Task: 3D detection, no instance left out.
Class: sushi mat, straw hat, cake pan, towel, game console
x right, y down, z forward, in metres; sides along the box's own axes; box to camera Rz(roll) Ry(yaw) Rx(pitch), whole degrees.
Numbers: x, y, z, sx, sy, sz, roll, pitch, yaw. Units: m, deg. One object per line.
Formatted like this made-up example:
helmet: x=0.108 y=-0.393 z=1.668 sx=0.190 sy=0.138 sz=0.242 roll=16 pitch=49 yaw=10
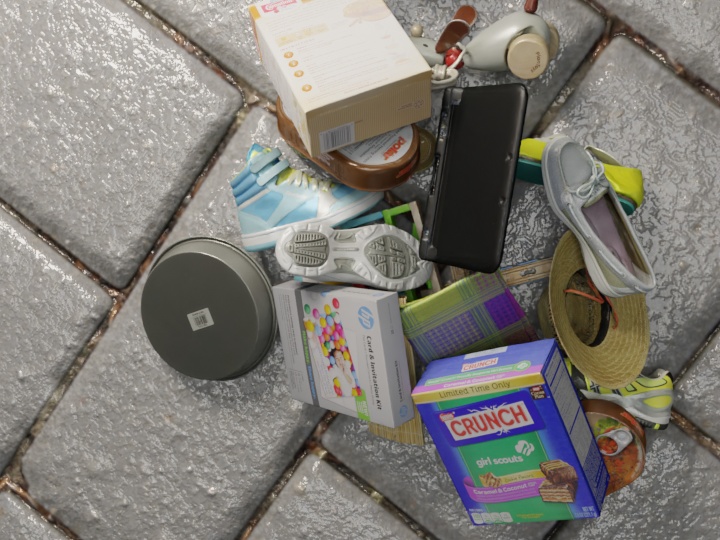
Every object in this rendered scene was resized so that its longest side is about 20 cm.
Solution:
sushi mat: x=0.034 y=0.125 z=1.038 sx=0.095 sy=0.012 sz=0.204 roll=6 pitch=111 yaw=40
straw hat: x=0.264 y=0.049 z=0.995 sx=0.085 sy=0.200 sz=0.204 roll=-21 pitch=94 yaw=50
cake pan: x=-0.206 y=0.057 z=1.075 sx=0.197 sy=0.037 sz=0.204 roll=4 pitch=105 yaw=15
towel: x=0.135 y=0.078 z=0.998 sx=0.142 sy=0.023 sz=0.201 roll=-28 pitch=133 yaw=11
game console: x=0.142 y=-0.103 z=0.945 sx=0.115 sy=0.175 sz=0.204 roll=11 pitch=93 yaw=23

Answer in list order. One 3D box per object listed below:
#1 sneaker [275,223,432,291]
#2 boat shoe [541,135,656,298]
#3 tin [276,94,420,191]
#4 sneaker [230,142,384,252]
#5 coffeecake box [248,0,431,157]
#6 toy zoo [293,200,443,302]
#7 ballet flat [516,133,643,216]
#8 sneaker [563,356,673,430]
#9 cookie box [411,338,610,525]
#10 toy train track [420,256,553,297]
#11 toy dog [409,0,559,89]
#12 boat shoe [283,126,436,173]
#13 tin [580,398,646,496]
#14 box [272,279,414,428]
sneaker: x=-0.010 y=-0.017 z=1.010 sx=0.196 sy=0.099 sz=0.079 roll=10 pitch=83 yaw=-10
boat shoe: x=0.274 y=-0.063 z=0.932 sx=0.074 sy=0.065 sz=0.204 roll=-29 pitch=97 yaw=-25
tin: x=-0.017 y=-0.170 z=0.972 sx=0.199 sy=0.042 sz=0.112 roll=36 pitch=67 yaw=24
sneaker: x=-0.077 y=-0.112 z=1.034 sx=0.197 sy=0.080 sz=0.133 roll=-18 pitch=100 yaw=8
coffeecake box: x=-0.026 y=-0.246 z=0.948 sx=0.151 sy=0.074 sz=0.202 roll=-20 pitch=56 yaw=-11
toy zoo: x=0.000 y=0.000 z=1.057 sx=0.197 sy=0.020 sz=0.133 roll=-17 pitch=92 yaw=18
ballet flat: x=0.257 y=-0.130 z=1.006 sx=0.197 sy=0.067 sz=0.068 roll=20 pitch=77 yaw=2
sneaker: x=0.297 y=0.135 z=1.023 sx=0.197 sy=0.075 sz=0.078 roll=19 pitch=86 yaw=-2
cookie box: x=0.178 y=0.196 z=0.960 sx=0.169 sy=0.075 sz=0.202 roll=-15 pitch=110 yaw=32
toy train track: x=0.174 y=0.014 z=1.040 sx=0.197 sy=0.033 sz=0.117 roll=-15 pitch=94 yaw=8
toy dog: x=0.146 y=-0.288 z=0.977 sx=0.196 sy=0.132 sz=0.098 roll=-6 pitch=118 yaw=-1
boat shoe: x=0.000 y=-0.161 z=1.030 sx=0.197 sy=0.063 sz=0.075 roll=12 pitch=97 yaw=7
tin: x=0.263 y=0.233 z=1.008 sx=0.112 sy=0.042 sz=0.200 roll=42 pitch=127 yaw=-5
box: x=-0.025 y=0.098 z=1.004 sx=0.198 sy=0.041 sz=0.159 roll=6 pitch=109 yaw=46
